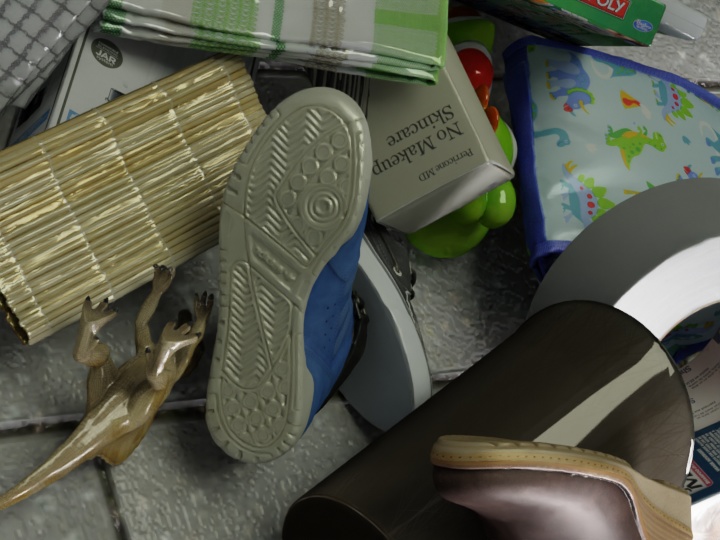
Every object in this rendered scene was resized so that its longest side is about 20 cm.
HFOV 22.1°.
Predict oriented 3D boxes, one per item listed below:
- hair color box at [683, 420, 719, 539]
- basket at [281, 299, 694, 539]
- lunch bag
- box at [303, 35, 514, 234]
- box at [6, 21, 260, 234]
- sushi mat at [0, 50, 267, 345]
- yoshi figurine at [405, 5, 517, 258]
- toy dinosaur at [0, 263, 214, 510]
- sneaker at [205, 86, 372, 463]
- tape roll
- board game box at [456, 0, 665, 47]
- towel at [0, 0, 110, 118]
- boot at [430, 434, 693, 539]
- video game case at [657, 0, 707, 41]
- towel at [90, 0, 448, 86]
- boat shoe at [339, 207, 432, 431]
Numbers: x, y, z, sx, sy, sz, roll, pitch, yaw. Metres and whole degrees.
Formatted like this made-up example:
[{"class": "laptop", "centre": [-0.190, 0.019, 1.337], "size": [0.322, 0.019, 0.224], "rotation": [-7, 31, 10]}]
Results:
[{"class": "hair color box", "centre": [0.274, 0.132, 1.153], "size": [0.199, 0.100, 0.061], "rotation": [-22, 35, -12]}, {"class": "basket", "centre": [0.065, 0.127, 1.015], "size": [0.200, 0.181, 0.136], "rotation": [-29, 67, -38]}, {"class": "lunch bag", "centre": [0.172, -0.048, 1.233], "size": [0.200, 0.127, 0.171], "rotation": [25, 48, -41]}, {"class": "box", "centre": [0.010, -0.128, 1.096], "size": [0.201, 0.082, 0.068], "rotation": [64, 13, 13]}, {"class": "box", "centre": [-0.125, -0.111, 1.065], "size": [0.116, 0.060, 0.201], "rotation": [31, 47, -23]}, {"class": "sushi mat", "centre": [-0.120, -0.043, 0.975], "size": [0.200, 0.012, 0.096], "rotation": [-30, 95, -37]}, {"class": "yoshi figurine", "centre": [0.048, -0.087, 1.197], "size": [0.112, 0.112, 0.200], "rotation": [69, 7, -46]}, {"class": "toy dinosaur", "centre": [-0.120, 0.063, 0.938], "size": [0.058, 0.101, 0.200], "rotation": [27, 37, 16]}, {"class": "sneaker", "centre": [-0.033, -0.002, 1.003], "size": [0.076, 0.201, 0.111], "rotation": [10, 9, 8]}, {"class": "tape roll", "centre": [0.202, 0.045, 1.144], "size": [0.200, 0.201, 0.066], "rotation": [15, 23, -34]}, {"class": "board game box", "centre": [0.102, -0.180, 1.175], "size": [0.134, 0.200, 0.029], "rotation": [22, 93, -11]}, {"class": "towel", "centre": [-0.208, -0.180, 0.949], "size": [0.165, 0.200, 0.086], "rotation": [31, 22, -28]}, {"class": "boot", "centre": [0.097, 0.174, 0.909], "size": [0.200, 0.072, 0.167], "rotation": [22, 76, -42]}, {"class": "video game case", "centre": [0.110, -0.208, 1.258], "size": [0.182, 0.200, 0.022], "rotation": [20, 94, -31]}, {"class": "towel", "centre": [-0.045, -0.187, 1.038], "size": [0.199, 0.031, 0.150], "rotation": [8, 69, -7]}, {"class": "boat shoe", "centre": [0.000, 0.000, 1.103], "size": [0.066, 0.070, 0.200], "rotation": [-12, 65, -43]}]
